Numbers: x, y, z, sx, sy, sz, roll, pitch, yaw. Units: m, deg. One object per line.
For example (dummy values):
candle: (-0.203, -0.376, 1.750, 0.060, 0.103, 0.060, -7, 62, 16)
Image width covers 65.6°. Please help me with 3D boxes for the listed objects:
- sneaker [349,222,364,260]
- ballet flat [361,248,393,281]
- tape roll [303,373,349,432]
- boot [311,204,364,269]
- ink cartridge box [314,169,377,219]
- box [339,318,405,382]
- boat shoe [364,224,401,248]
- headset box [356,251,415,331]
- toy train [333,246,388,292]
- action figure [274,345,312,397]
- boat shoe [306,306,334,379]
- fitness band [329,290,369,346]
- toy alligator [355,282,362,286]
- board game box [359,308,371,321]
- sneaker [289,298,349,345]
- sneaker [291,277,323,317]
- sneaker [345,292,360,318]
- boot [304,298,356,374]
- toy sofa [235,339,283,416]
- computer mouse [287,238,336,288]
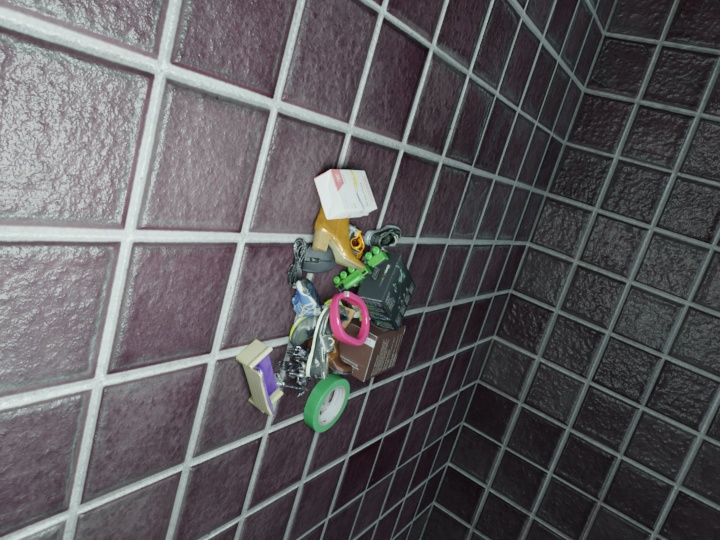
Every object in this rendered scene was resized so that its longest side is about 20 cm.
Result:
sneaker: (-0.023, -0.068, 1.675, 0.079, 0.076, 0.201, -54, 151, -23)
ballet flat: (0.048, -0.036, 1.829, 0.200, 0.071, 0.073, -37, 140, -43)
tape roll: (-0.115, 0.458, 1.934, 0.200, 0.048, 0.203, -39, 142, -40)
boot: (-0.045, -0.097, 1.559, 0.200, 0.070, 0.146, 28, 71, -39)
ink cartridge box: (-0.027, -0.209, 1.520, 0.199, 0.067, 0.118, -13, 84, -56)
box: (0.021, 0.244, 1.882, 0.199, 0.165, 0.167, -10, 120, -56)
boat shoe: (0.089, -0.102, 1.840, 0.199, 0.070, 0.073, -19, 127, -54)
headset box: (0.083, 0.061, 1.758, 0.176, 0.092, 0.201, -66, 149, -25)
toy train: (0.000, 0.000, 1.690, 0.199, 0.057, 0.042, -37, 158, 21)
action figure: (-0.192, 0.288, 1.626, 0.201, 0.101, 0.120, 87, 24, -58)
boat shoe: (-0.100, 0.206, 1.577, 0.072, 0.067, 0.203, 23, 79, -76)
fitness band: (-0.028, 0.142, 1.627, 0.200, 0.037, 0.146, 33, 54, -57)
toy alligator: (0.027, 0.040, 1.853, 0.199, 0.059, 0.055, -25, 131, -50)
board game box: (0.059, 0.102, 1.856, 0.199, 0.030, 0.097, -15, 108, -58)
sneaker: (-0.121, 0.160, 1.648, 0.199, 0.081, 0.074, -36, 136, -17)
sneaker: (-0.153, 0.086, 1.542, 0.076, 0.077, 0.201, -17, 152, -1)
sneaker: (0.022, 0.105, 1.872, 0.199, 0.073, 0.080, -11, 125, -56)
boot: (-0.068, 0.213, 1.765, 0.187, 0.068, 0.202, 28, 83, -20)
toy sofa: (-0.262, 0.295, 1.522, 0.083, 0.097, 0.202, -41, 142, -35)
computer mouse: (-0.118, -0.027, 1.572, 0.199, 0.052, 0.141, -15, 123, -54)
